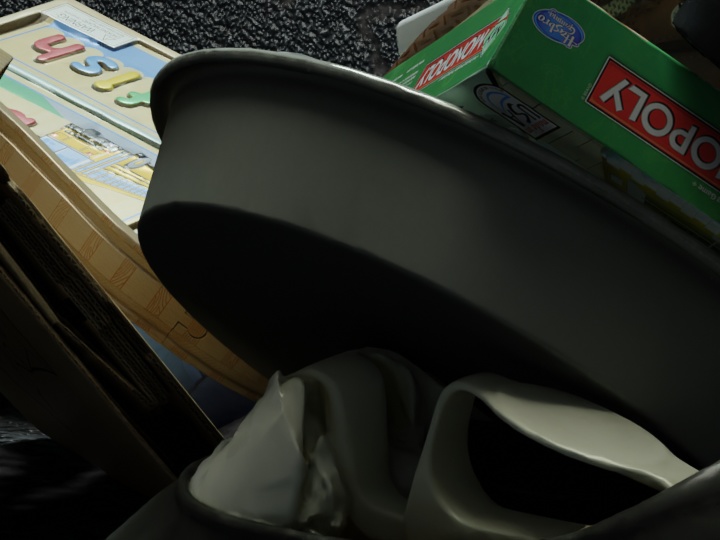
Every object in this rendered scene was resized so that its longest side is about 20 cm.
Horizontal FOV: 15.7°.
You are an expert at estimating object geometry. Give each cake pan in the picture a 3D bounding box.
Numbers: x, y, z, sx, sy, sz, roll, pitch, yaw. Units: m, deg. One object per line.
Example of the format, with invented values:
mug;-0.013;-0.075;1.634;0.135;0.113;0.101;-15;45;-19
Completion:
cake pan;0.027;0.017;0.641;0.200;0.037;0.200;27;-16;8

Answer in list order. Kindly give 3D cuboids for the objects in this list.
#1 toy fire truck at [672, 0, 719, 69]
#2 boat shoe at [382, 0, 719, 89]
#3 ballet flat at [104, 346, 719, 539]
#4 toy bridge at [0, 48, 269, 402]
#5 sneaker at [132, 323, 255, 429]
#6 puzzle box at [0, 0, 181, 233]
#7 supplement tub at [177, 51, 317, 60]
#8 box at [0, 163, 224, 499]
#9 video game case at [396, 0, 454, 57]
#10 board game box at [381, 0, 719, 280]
toy fire truck;0.164;-0.045;0.617;0.176;0.129;0.200;35;16;5
boat shoe;0.093;-0.070;0.738;0.202;0.075;0.075;-36;-18;0
ballet flat;0.016;0.054;0.592;0.199;0.069;0.068;4;13;38
toy bridge;-0.045;0.005;0.754;0.200;0.027;0.067;36;16;-6
sneaker;0.000;0.000;0.815;0.200;0.077;0.076;-38;-37;19
puzzle box;-0.086;-0.041;0.963;0.200;0.026;0.133;27;34;29
supplement tub;-0.077;-0.032;1.108;0.199;0.123;0.122;-4;8;-28
box;-0.112;0.002;0.769;0.021;0.164;0.200;-43;20;-14
video game case;0.140;-0.110;0.914;0.182;0.022;0.200;-8;-7;-36
board game box;0.057;-0.004;0.648;0.134;0.029;0.200;33;-16;-10
